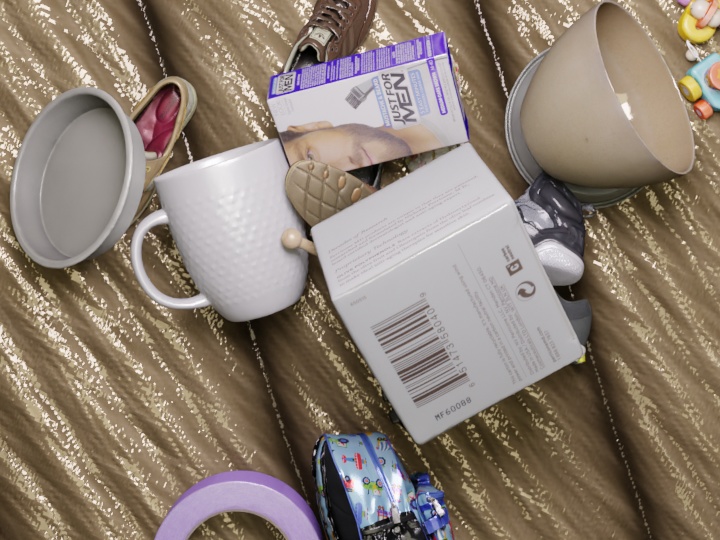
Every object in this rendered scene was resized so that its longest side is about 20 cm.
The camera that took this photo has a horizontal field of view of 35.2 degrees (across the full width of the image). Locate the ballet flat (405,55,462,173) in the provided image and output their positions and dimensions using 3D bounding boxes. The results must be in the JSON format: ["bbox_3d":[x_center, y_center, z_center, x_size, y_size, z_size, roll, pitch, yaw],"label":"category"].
[{"bbox_3d":[0.087,-0.159,1.308,0.075,0.064,0.202,-7,92,-2],"label":"ballet flat"}]

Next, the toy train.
[{"bbox_3d":[0.445,-0.273,1.321,0.149,0.056,0.202,3,90,-1],"label":"toy train"}]

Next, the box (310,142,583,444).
[{"bbox_3d":[0.084,0.020,1.154,0.199,0.172,0.200,-29,117,3],"label":"box"}]

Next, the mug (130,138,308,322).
[{"bbox_3d":[-0.156,-0.032,1.257,0.199,0.148,0.177,-20,101,-13],"label":"mug"}]

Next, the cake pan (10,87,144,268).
[{"bbox_3d":[-0.309,-0.099,1.252,0.199,0.037,0.202,-9,75,35],"label":"cake pan"}]

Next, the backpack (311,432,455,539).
[{"bbox_3d":[0.022,0.268,1.263,0.134,0.183,0.201,-17,80,-10],"label":"backpack"}]

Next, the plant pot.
[{"bbox_3d":[0.253,-0.169,1.230,0.134,0.200,0.201,-27,92,35],"label":"plant pot"}]

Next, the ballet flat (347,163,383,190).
[{"bbox_3d":[0.000,-0.139,1.309,0.066,0.057,0.202,14,91,-1],"label":"ballet flat"}]

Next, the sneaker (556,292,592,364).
[{"bbox_3d":[0.177,0.040,1.318,0.199,0.074,0.085,25,76,-6],"label":"sneaker"}]

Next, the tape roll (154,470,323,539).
[{"bbox_3d":[-0.140,0.337,1.309,0.198,0.066,0.202,0,91,-2],"label":"tape roll"}]

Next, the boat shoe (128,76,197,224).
[{"bbox_3d":[-0.255,-0.135,1.296,0.074,0.066,0.201,26,90,-2],"label":"boat shoe"}]

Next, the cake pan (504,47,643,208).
[{"bbox_3d":[0.270,-0.173,1.326,0.198,0.037,0.202,0,91,-1],"label":"cake pan"}]

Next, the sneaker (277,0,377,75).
[{"bbox_3d":[-0.035,-0.265,1.296,0.070,0.076,0.201,26,91,-2],"label":"sneaker"}]

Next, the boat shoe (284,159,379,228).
[{"bbox_3d":[-0.003,-0.061,1.253,0.199,0.068,0.072,29,97,-24],"label":"boat shoe"}]

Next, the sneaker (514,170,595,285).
[{"bbox_3d":[0.169,-0.062,1.298,0.199,0.076,0.115,19,68,8],"label":"sneaker"}]

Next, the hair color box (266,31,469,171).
[{"bbox_3d":[0.009,-0.175,1.233,0.198,0.065,0.110,-12,124,11],"label":"hair color box"}]

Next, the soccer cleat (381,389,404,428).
[{"bbox_3d":[0.052,0.083,1.317,0.086,0.070,0.202,-17,89,-23],"label":"soccer cleat"}]

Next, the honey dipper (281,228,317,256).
[{"bbox_3d":[0.000,0.000,1.240,0.199,0.038,0.038,24,90,-28],"label":"honey dipper"}]
